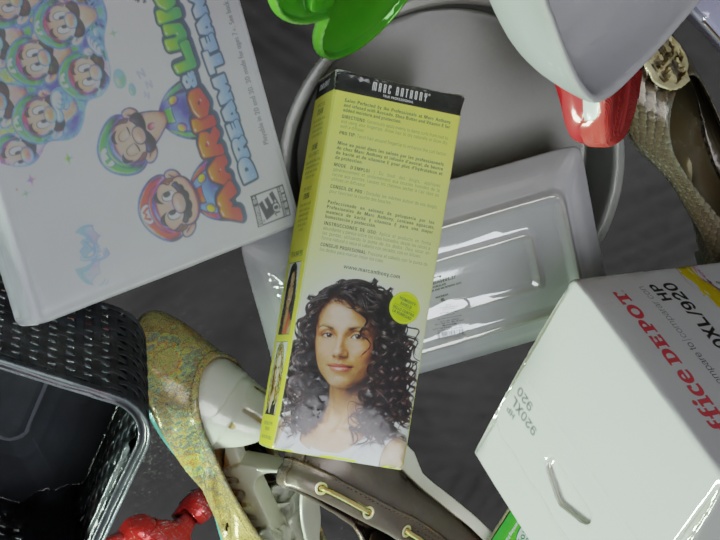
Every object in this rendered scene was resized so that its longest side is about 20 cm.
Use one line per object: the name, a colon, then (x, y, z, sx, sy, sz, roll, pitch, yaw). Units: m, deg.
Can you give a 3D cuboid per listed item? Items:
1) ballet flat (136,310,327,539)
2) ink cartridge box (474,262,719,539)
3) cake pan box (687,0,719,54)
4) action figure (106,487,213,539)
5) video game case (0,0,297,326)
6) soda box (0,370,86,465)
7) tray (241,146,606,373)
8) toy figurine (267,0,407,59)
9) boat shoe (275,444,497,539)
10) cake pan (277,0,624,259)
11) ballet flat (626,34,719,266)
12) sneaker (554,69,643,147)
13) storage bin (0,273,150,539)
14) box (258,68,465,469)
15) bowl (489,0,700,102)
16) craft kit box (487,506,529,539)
ballet flat: (-0.067, 0.106, 1.016, 0.070, 0.071, 0.201, -23, 113, -2)
ink cartridge box: (0.197, 0.094, 0.965, 0.199, 0.147, 0.145, -6, 136, -34)
cake pan box: (0.268, -0.191, 0.996, 0.200, 0.052, 0.184, 42, 98, -19)
action figure: (-0.164, 0.197, 1.041, 0.200, 0.052, 0.066, -39, 115, -2)
video game case: (-0.125, -0.094, 0.898, 0.182, 0.024, 0.201, -23, 102, -42)
soda box: (-0.249, 0.047, 0.965, 0.199, 0.071, 0.064, 14, 108, -15)
tray: (0.041, 0.008, 0.992, 0.199, 0.022, 0.108, -16, 110, -5)
toy figurine: (-0.051, -0.225, 0.881, 0.150, 0.200, 0.184, -42, 74, -18)
boat shoe: (0.023, 0.146, 1.024, 0.060, 0.072, 0.200, -56, 130, -15)
cake pan: (0.049, -0.061, 1.003, 0.199, 0.037, 0.201, -3, 108, -10)
ballet flat: (0.199, -0.059, 1.014, 0.067, 0.046, 0.201, -42, 116, -32)
sneaker: (0.083, -0.159, 0.942, 0.115, 0.078, 0.201, -7, 80, 23)
storage bin: (-0.216, 0.071, 0.888, 0.199, 0.094, 0.136, 19, 113, -18)
box: (0.000, 0.000, 0.935, 0.075, 0.050, 0.201, 9, 85, -13)
bowl: (0.111, -0.204, 0.817, 0.200, 0.074, 0.200, -49, 138, -22)
craft kit box: (0.120, 0.243, 1.073, 0.200, 0.049, 0.198, 23, 106, -38)
